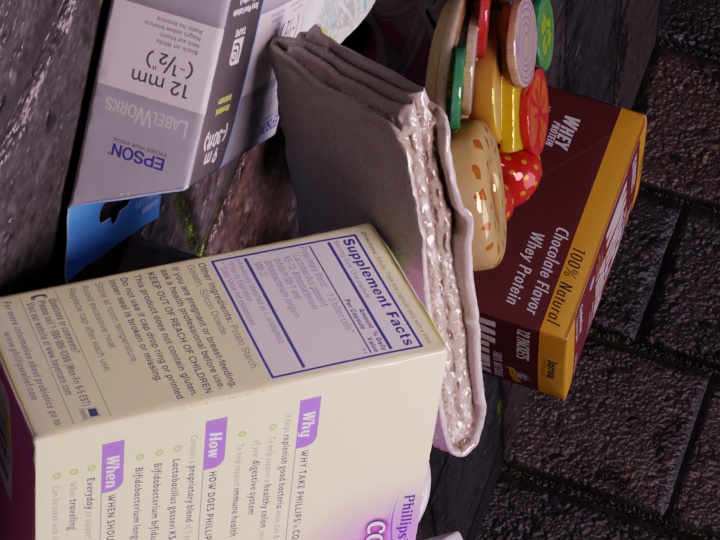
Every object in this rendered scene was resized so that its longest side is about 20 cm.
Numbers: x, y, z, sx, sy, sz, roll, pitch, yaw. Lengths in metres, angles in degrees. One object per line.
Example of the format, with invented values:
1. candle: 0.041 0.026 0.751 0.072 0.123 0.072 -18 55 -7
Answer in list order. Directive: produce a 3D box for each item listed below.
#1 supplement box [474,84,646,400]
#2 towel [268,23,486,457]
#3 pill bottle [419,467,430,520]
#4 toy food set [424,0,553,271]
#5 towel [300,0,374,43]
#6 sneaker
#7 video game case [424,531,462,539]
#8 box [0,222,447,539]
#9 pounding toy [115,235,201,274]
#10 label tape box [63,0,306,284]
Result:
1. supplement box: 0.095 -0.037 1.760 0.133 0.200 0.197 81 28 -66
2. towel: 0.009 -0.017 1.138 0.034 0.133 0.200 -22 124 -24
3. pill bottle: -0.021 0.155 1.651 0.200 0.111 0.112 141 -30 -77
4. toy food set: 0.087 -0.105 1.521 0.200 0.049 0.198 -25 116 -69
5. towel: -0.007 -0.229 1.355 0.171 0.048 0.200 -54 158 -61
6. sneaker: 0.049 -0.181 1.594 0.200 0.088 0.081 86 24 -62
7. video game case: -0.037 0.223 1.577 0.182 0.200 0.023 7 66 -78
8. box: -0.075 0.088 1.092 0.097 0.200 0.176 -120 -153 -42
9. pounding toy: -0.064 0.075 1.299 0.200 0.142 0.184 41 68 -78
10. label tape box: -0.082 -0.096 1.147 0.143 0.066 0.200 -43 147 -69
